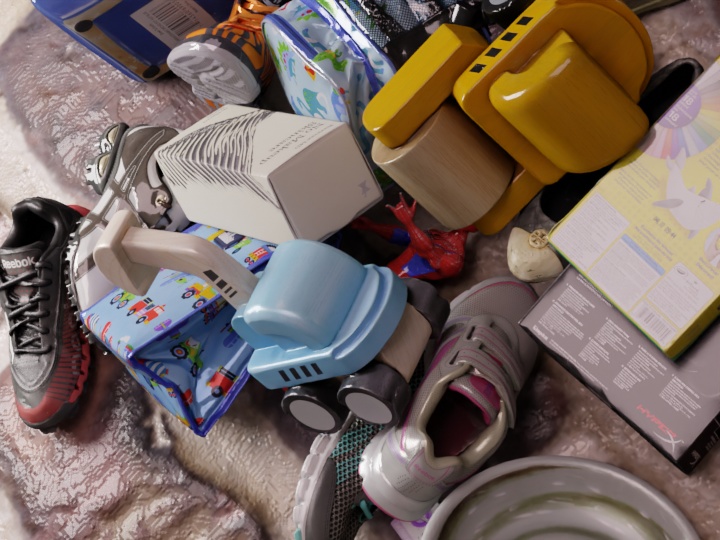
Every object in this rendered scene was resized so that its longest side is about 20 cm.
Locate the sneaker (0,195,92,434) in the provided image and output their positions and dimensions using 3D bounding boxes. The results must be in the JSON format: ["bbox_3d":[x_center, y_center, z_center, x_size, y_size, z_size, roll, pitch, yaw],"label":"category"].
[{"bbox_3d":[-0.262,0.029,1.738,0.070,0.098,0.202,-7,66,23],"label":"sneaker"}]

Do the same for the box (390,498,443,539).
[{"bbox_3d":[0.092,0.239,1.486,0.041,0.039,0.200,-40,55,4],"label":"box"}]

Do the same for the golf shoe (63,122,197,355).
[{"bbox_3d":[-0.180,-0.031,1.734,0.094,0.078,0.201,-5,67,26],"label":"golf shoe"}]

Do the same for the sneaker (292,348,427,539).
[{"bbox_3d":[0.017,0.134,1.552,0.091,0.078,0.201,14,71,23],"label":"sneaker"}]

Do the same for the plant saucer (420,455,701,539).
[{"bbox_3d":[0.135,0.217,1.438,0.199,0.050,0.201,1,48,-1],"label":"plant saucer"}]

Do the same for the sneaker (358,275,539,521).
[{"bbox_3d":[0.081,0.085,1.504,0.201,0.081,0.088,-61,14,-26],"label":"sneaker"}]

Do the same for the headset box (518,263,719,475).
[{"bbox_3d":[0.231,0.015,1.470,0.149,0.077,0.200,41,90,19],"label":"headset box"}]

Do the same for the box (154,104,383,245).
[{"bbox_3d":[-0.072,-0.072,1.609,0.082,0.069,0.200,-36,23,-22],"label":"box"}]

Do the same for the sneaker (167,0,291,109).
[{"bbox_3d":[-0.094,-0.191,1.690,0.077,0.200,0.113,24,86,0],"label":"sneaker"}]

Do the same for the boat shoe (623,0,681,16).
[{"bbox_3d":[0.209,-0.238,1.625,0.200,0.063,0.073,-29,57,14],"label":"boat shoe"}]

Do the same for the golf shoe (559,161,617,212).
[{"bbox_3d":[0.173,-0.100,1.584,0.091,0.075,0.201,-22,67,8],"label":"golf shoe"}]

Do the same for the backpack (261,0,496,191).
[{"bbox_3d":[0.010,-0.168,1.620,0.146,0.183,0.200,-28,51,-7],"label":"backpack"}]

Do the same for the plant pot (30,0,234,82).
[{"bbox_3d":[-0.184,-0.282,1.783,0.199,0.200,0.180,-31,64,12],"label":"plant pot"}]

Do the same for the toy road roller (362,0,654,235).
[{"bbox_3d":[0.111,-0.108,1.457,0.200,0.123,0.146,-45,26,10],"label":"toy road roller"}]

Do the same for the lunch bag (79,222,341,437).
[{"bbox_3d":[-0.099,0.013,1.643,0.200,0.094,0.150,-44,23,-9],"label":"lunch bag"}]

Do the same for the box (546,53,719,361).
[{"bbox_3d":[0.233,-0.052,1.419,0.200,0.048,0.117,-46,71,4],"label":"box"}]

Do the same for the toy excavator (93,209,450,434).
[{"bbox_3d":[-0.066,0.018,1.501,0.194,0.200,0.100,-13,40,49],"label":"toy excavator"}]

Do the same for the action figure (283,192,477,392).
[{"bbox_3d":[0.000,0.000,1.608,0.200,0.099,0.065,-37,29,6],"label":"action figure"}]

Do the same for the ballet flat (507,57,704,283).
[{"bbox_3d":[0.170,-0.075,1.505,0.066,0.057,0.200,38,81,22],"label":"ballet flat"}]
